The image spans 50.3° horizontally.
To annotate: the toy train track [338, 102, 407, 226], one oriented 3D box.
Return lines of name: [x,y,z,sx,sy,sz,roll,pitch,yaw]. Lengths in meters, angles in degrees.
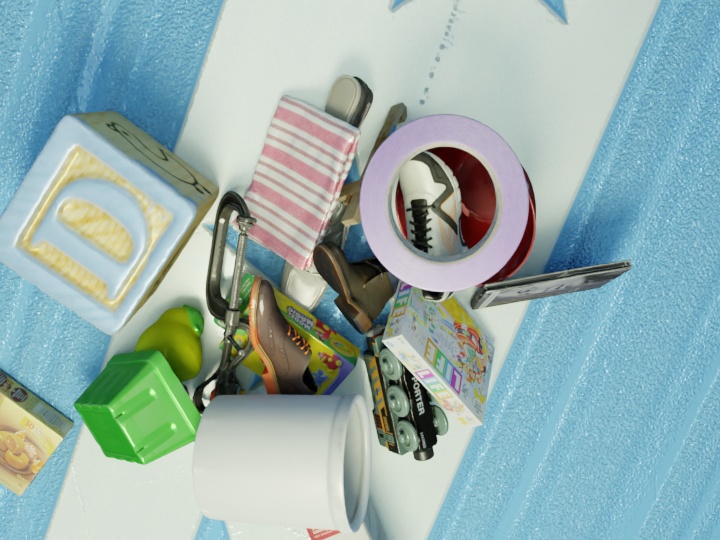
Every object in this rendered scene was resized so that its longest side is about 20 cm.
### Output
toy train track: [0.026,-0.138,1.023,0.032,0.113,0.203,40,58,-31]

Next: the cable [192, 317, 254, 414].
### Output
cable: [-0.188,0.147,1.099,0.095,0.050,0.204,20,114,19]

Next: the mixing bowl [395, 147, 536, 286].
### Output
mixing bowl: [0.157,-0.094,1.033,0.197,0.108,0.204,17,125,25]

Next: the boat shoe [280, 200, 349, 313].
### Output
boat shoe: [-0.062,-0.021,1.076,0.069,0.069,0.204,19,102,-10]

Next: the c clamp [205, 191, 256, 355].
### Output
c clamp: [-0.171,-0.003,1.032,0.027,0.170,0.205,5,94,-29]

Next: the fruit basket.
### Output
fruit basket: [-0.276,0.156,1.064,0.213,0.216,0.158,-28,102,3]

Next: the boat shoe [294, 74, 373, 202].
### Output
boat shoe: [-0.038,-0.166,1.053,0.066,0.057,0.203,35,105,30]

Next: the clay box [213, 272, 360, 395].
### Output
clay box: [-0.112,0.104,1.094,0.198,0.048,0.115,35,120,-10]

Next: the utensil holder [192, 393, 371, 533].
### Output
utensil holder: [-0.096,0.243,0.995,0.195,0.170,0.174,0,103,13]

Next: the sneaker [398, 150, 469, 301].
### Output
sneaker: [0.091,-0.054,0.979,0.073,0.080,0.204,-7,110,38]

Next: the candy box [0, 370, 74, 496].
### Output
candy box: [-0.533,0.216,1.108,0.199,0.055,0.116,39,98,-9]

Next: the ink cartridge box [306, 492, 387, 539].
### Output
ink cartridge box: [-0.013,0.394,1.128,0.082,0.144,0.203,-22,102,3]

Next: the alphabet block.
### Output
alphabet block: [-0.318,-0.069,0.986,0.194,0.200,0.198,37,98,-11]

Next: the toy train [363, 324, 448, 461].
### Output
toy train: [0.056,0.172,1.103,0.084,0.113,0.204,-19,101,-32]

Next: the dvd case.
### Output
dvd case: [0.258,0.023,1.066,0.195,0.149,0.016,-9,79,-1]

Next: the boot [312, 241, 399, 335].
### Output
boot: [0.000,0.000,1.044,0.097,0.201,0.075,-41,58,-12]

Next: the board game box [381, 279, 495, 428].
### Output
board game box: [0.113,0.102,1.056,0.034,0.136,0.200,-19,127,36]

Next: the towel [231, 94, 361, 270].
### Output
towel: [-0.089,-0.120,1.032,0.145,0.030,0.204,29,102,31]

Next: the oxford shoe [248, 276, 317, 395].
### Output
oxford shoe: [-0.101,0.090,1.021,0.071,0.072,0.203,-4,128,9]

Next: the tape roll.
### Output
tape roll: [0.099,-0.080,0.913,0.195,0.066,0.205,1,98,6]
